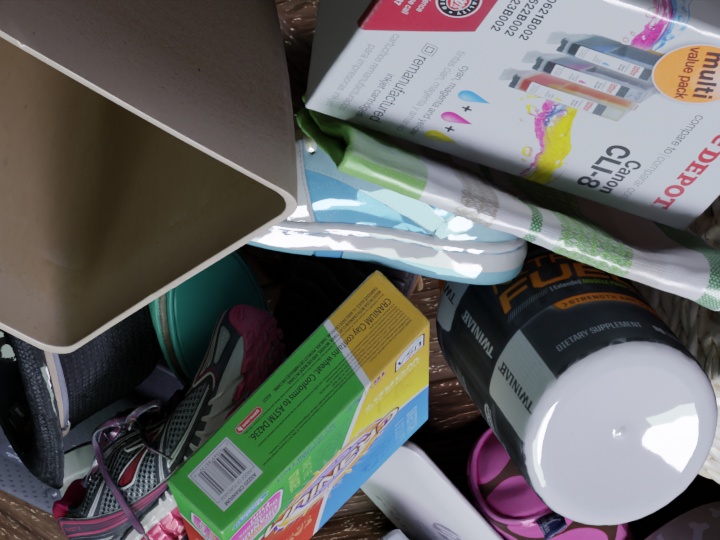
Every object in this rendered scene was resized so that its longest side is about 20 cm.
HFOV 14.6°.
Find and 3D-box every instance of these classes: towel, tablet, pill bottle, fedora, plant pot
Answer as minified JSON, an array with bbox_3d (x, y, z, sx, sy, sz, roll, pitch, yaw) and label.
[{"bbox_3d":[0.073,-0.037,1.323,0.199,0.031,0.149,20,-173,-14],"label":"towel"},{"bbox_3d":[0.047,0.158,1.772,0.130,0.014,0.200,15,153,52],"label":"tablet"},{"bbox_3d":[0.103,0.041,1.475,0.106,0.200,0.107,-7,117,-15],"label":"pill bottle"},{"bbox_3d":[-0.170,0.023,1.588,0.091,0.201,0.201,-21,152,-16],"label":"fedora"},{"bbox_3d":[-0.153,-0.108,1.324,0.199,0.178,0.199,28,141,-29],"label":"plant pot"}]

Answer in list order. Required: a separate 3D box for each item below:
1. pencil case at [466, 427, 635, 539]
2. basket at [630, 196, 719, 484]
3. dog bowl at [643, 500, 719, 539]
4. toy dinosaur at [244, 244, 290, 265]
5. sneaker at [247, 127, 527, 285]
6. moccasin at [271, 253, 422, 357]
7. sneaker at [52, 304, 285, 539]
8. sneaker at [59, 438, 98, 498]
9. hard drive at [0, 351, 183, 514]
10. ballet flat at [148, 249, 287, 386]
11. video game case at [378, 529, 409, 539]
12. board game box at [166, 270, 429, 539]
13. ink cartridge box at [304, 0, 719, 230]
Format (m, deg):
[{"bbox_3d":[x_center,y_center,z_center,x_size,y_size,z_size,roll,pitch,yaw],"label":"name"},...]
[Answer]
[{"bbox_3d":[0.139,0.171,1.796,0.093,0.091,0.200,-16,145,12],"label":"pencil case"},{"bbox_3d":[0.243,0.048,1.539,0.199,0.136,0.123,28,146,-30],"label":"basket"},{"bbox_3d":[0.211,0.233,1.805,0.199,0.059,0.201,-28,141,-25],"label":"dog bowl"},{"bbox_3d":[-0.103,-0.043,1.530,0.199,0.058,0.101,22,146,-22],"label":"toy dinosaur"},{"bbox_3d":[-0.003,-0.074,1.422,0.199,0.080,0.131,9,111,-8],"label":"sneaker"},{"bbox_3d":[0.001,0.001,1.569,0.073,0.078,0.202,31,152,6],"label":"moccasin"},{"bbox_3d":[-0.106,0.094,1.523,0.075,0.081,0.200,36,123,5],"label":"sneaker"},{"bbox_3d":[-0.099,0.144,1.702,0.199,0.085,0.073,-3,157,-45],"label":"sneaker"},{"bbox_3d":[-0.171,0.089,1.761,0.135,0.043,0.200,29,140,-32],"label":"hard drive"},{"bbox_3d":[-0.079,0.045,1.577,0.070,0.067,0.201,36,158,50],"label":"ballet flat"},{"bbox_3d":[0.081,0.246,1.804,0.200,0.022,0.182,49,177,4],"label":"video game case"},{"bbox_3d":[-0.029,0.093,1.489,0.040,0.153,0.200,43,169,12],"label":"board game box"},{"bbox_3d":[0.097,-0.135,1.266,0.199,0.145,0.145,16,146,-16],"label":"ink cartridge box"}]
